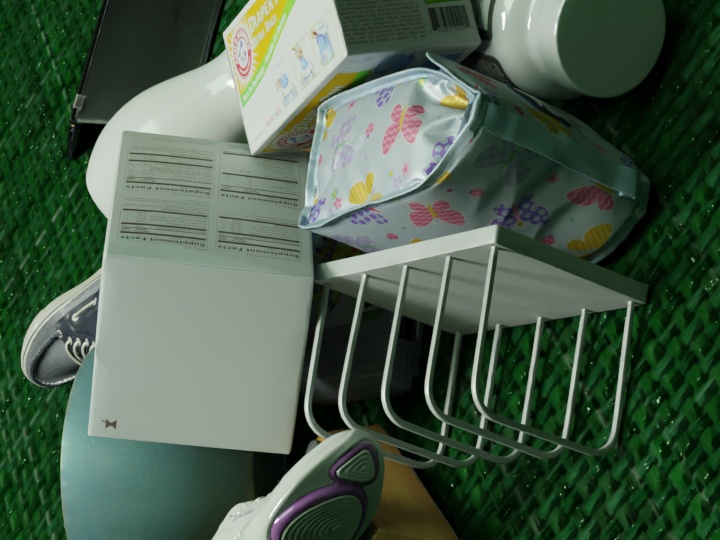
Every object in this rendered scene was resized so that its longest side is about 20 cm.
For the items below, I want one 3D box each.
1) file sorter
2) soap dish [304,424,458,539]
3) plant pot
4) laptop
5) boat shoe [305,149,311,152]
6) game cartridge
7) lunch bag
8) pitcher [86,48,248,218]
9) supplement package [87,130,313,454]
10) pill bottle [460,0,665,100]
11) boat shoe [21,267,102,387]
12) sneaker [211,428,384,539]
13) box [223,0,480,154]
[{"bbox_3d":[0.071,0.060,1.583,0.199,0.138,0.125,-11,63,52],"label":"file sorter"},{"bbox_3d":[-0.024,0.225,1.663,0.201,0.081,0.157,-57,33,15],"label":"soap dish"},{"bbox_3d":[-0.133,0.155,1.797,0.134,0.200,0.201,-1,63,15],"label":"plant pot"},{"bbox_3d":[-0.209,-0.209,2.284,0.200,0.115,0.189,121,164,-73],"label":"laptop"},{"bbox_3d":[-0.029,-0.145,1.886,0.072,0.068,0.201,5,63,44],"label":"boat shoe"},{"bbox_3d":[0.000,0.000,1.792,0.133,0.040,0.202,-15,66,54],"label":"game cartridge"},{"bbox_3d":[0.083,-0.069,1.617,0.200,0.169,0.128,-14,60,55],"label":"lunch bag"},{"bbox_3d":[-0.144,-0.130,2.057,0.200,0.121,0.172,-41,18,18],"label":"pitcher"},{"bbox_3d":[-0.116,0.014,1.718,0.200,0.149,0.153,-94,11,-61],"label":"supplement package"},{"bbox_3d":[0.125,-0.186,1.682,0.200,0.115,0.117,25,90,58],"label":"pill bottle"},{"bbox_3d":[-0.240,0.062,2.087,0.200,0.074,0.093,-44,31,30],"label":"boat shoe"},{"bbox_3d":[-0.060,0.175,1.600,0.200,0.075,0.100,-53,35,20],"label":"sneaker"},{"bbox_3d":[-0.011,-0.169,1.701,0.200,0.112,0.102,-39,62,62],"label":"box"}]
